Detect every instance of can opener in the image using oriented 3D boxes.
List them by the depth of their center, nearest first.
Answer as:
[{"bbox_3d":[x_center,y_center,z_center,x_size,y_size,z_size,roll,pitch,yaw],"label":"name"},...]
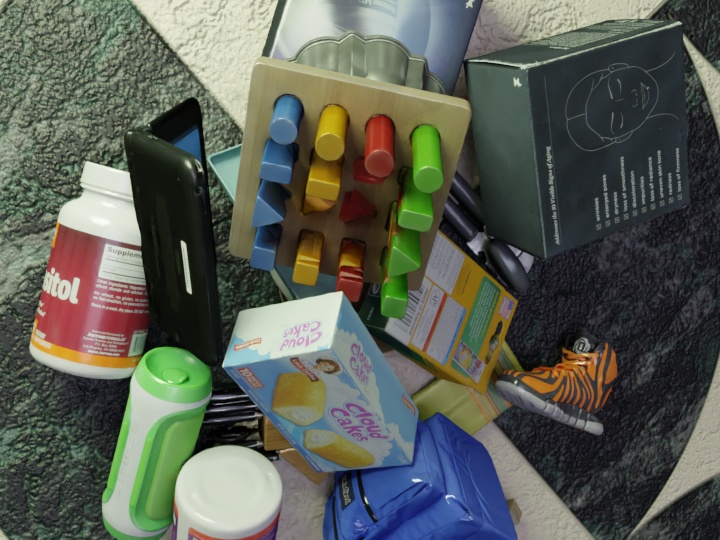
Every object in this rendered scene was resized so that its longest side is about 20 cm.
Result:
[{"bbox_3d":[0.135,-0.060,0.957,0.053,0.066,0.200,-45,101,-4],"label":"can opener"}]

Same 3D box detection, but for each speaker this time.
[{"bbox_3d":[-0.215,0.185,0.858,0.087,0.089,0.203,13,113,-15],"label":"speaker"}]

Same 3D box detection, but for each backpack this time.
[{"bbox_3d":[0.043,0.270,0.909,0.167,0.163,0.200,39,112,-24],"label":"backpack"}]

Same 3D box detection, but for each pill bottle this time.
[{"bbox_3d":[-0.260,-0.001,0.834,0.111,0.113,0.203,13,93,-16],"label":"pill bottle"},{"bbox_3d":[-0.147,0.296,0.874,0.109,0.112,0.202,2,124,-15],"label":"pill bottle"}]

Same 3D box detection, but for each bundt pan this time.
[{"bbox_3d":[-0.006,-0.124,0.807,0.198,0.076,0.204,0,132,0],"label":"bundt pan"}]

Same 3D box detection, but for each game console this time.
[{"bbox_3d":[-0.150,-0.043,0.785,0.115,0.175,0.203,-23,124,-35],"label":"game console"}]

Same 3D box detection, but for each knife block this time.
[{"bbox_3d":[-0.082,0.145,0.923,0.175,0.064,0.200,43,86,-16],"label":"knife block"}]

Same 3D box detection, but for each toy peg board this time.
[{"bbox_3d":[-0.017,-0.061,0.736,0.196,0.098,0.202,11,123,-5],"label":"toy peg board"}]

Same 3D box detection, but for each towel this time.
[{"bbox_3d":[0.113,0.166,1.003,0.199,0.018,0.087,-35,101,-8],"label":"towel"}]

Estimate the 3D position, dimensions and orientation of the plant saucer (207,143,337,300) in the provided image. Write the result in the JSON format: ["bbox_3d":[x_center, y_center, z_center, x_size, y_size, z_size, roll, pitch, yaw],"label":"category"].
[{"bbox_3d":[-0.084,-0.044,0.855,0.069,0.019,0.201,-27,80,-37],"label":"plant saucer"}]

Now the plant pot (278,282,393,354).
[{"bbox_3d":[0.000,0.000,0.946,0.196,0.027,0.204,-2,97,-14],"label":"plant pot"}]

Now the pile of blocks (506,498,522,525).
[{"bbox_3d":[0.127,0.365,0.996,0.199,0.082,0.063,-34,104,-9],"label":"pile of blocks"}]

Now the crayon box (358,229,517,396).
[{"bbox_3d":[0.091,0.046,0.922,0.199,0.051,0.127,36,71,-41],"label":"crayon box"}]

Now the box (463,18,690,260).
[{"bbox_3d":[0.233,-0.145,0.873,0.194,0.124,0.203,-19,113,-20],"label":"box"}]

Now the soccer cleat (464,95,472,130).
[{"bbox_3d":[0.195,-0.156,0.957,0.197,0.069,0.079,8,98,-18],"label":"soccer cleat"}]

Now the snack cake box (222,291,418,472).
[{"bbox_3d":[-0.031,0.116,0.799,0.113,0.068,0.201,-10,135,24],"label":"snack cake box"}]

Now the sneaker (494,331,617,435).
[{"bbox_3d":[0.241,0.123,0.992,0.199,0.077,0.114,25,82,-42],"label":"sneaker"}]

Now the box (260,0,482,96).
[{"bbox_3d":[0.013,-0.268,0.866,0.197,0.123,0.201,17,94,-15],"label":"box"}]

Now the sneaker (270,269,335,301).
[{"bbox_3d":[-0.041,0.027,0.882,0.072,0.085,0.202,-31,100,-7],"label":"sneaker"}]
